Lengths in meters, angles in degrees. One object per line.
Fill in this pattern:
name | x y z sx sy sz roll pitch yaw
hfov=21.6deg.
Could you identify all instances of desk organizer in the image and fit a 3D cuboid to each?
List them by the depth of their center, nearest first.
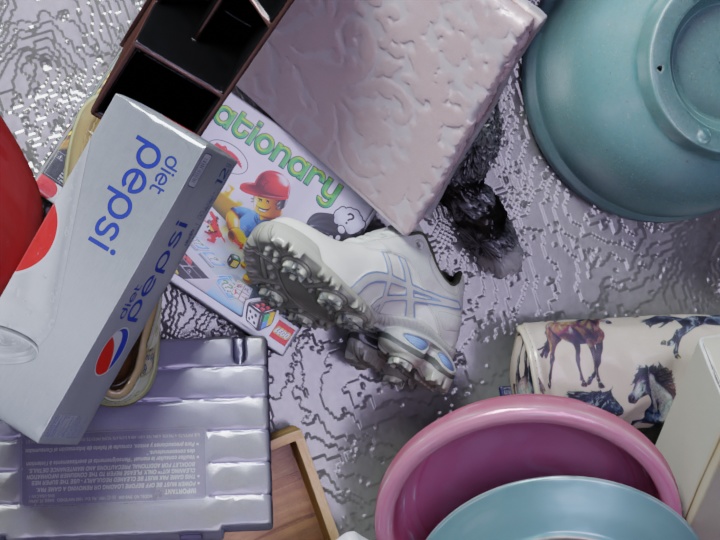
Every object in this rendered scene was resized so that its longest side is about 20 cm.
desk organizer | -0.084 -0.161 1.126 0.072 0.200 0.077 30 42 -11

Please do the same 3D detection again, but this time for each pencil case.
pencil case | 0.199 0.075 1.290 0.200 0.078 0.090 -3 107 -12

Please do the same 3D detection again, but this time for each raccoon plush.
raccoon plush | 0.079 -0.112 1.275 0.134 0.097 0.200 -45 128 -21

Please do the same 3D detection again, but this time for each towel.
towel | 0.004 -0.147 1.167 0.191 0.200 0.032 42 46 12

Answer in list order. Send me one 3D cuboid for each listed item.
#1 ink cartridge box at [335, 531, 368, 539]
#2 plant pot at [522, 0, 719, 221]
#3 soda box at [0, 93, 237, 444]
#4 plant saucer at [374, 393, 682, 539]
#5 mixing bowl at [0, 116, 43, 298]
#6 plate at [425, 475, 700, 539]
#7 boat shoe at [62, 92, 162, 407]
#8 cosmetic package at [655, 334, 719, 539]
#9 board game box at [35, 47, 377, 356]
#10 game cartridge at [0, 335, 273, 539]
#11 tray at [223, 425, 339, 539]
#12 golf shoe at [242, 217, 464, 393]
ink cartridge box | -0.003 0.289 1.169 0.147 0.200 0.083 -38 141 12
plant pot | 0.223 -0.133 1.258 0.200 0.134 0.201 0 91 -13
soda box | -0.156 0.001 1.109 0.068 0.063 0.200 31 93 14
plant saucer | 0.110 0.155 1.247 0.200 0.051 0.201 1 124 2
mixing bowl | -0.265 -0.020 1.143 0.108 0.200 0.200 39 82 -34
plate | 0.133 0.218 1.244 0.200 0.026 0.200 1 124 1
boat shoe | -0.148 -0.016 1.177 0.073 0.063 0.200 -3 85 -9
cosmetic package | 0.255 0.123 1.242 0.103 0.200 0.073 -7 52 -12
board game box | -0.100 -0.050 1.242 0.200 0.035 0.126 34 84 -11
game cartridge | -0.157 0.110 1.206 0.200 0.038 0.130 -2 79 -3
tray | -0.118 0.184 1.243 0.200 0.037 0.099 -21 95 -12
golf shoe | 0.000 0.000 1.223 0.200 0.078 0.097 40 64 -47
